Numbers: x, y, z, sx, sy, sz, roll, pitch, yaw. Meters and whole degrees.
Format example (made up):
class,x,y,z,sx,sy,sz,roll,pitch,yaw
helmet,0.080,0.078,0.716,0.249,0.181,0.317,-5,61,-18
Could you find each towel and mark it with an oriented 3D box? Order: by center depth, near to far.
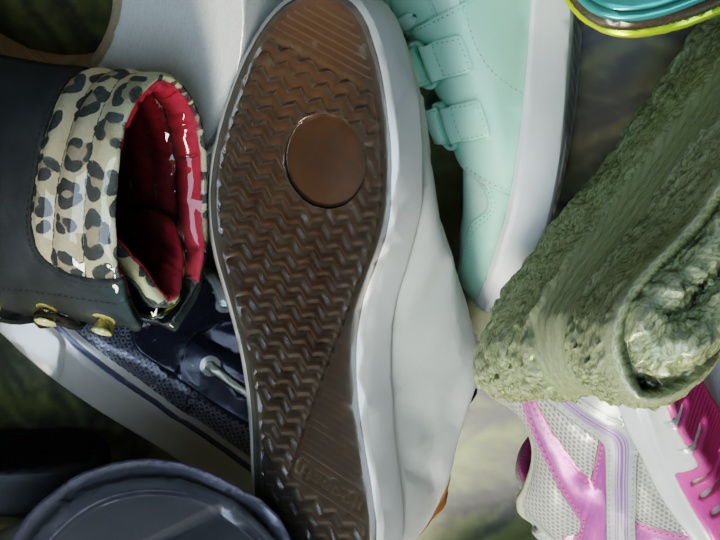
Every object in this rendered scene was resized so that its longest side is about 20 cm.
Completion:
class,x,y,z,sx,sy,sz,roll,pitch,yaw
towel,0.115,-0.040,0.781,0.036,0.148,0.200,40,77,-12

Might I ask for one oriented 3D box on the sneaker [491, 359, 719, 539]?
class,x,y,z,sx,sy,sz,roll,pitch,yaw
sneaker,0.106,0.079,0.900,0.088,0.081,0.200,-2,124,34

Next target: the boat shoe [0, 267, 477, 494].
class,x,y,z,sx,sy,sz,roll,pitch,yaw
boat shoe,-0.050,0.019,0.909,0.200,0.075,0.093,37,98,-9

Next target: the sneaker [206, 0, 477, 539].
class,x,y,z,sx,sy,sz,roll,pitch,yaw
sneaker,0.000,0.000,0.836,0.073,0.085,0.200,11,110,30

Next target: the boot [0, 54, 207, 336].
class,x,y,z,sx,sy,sz,roll,pitch,yaw
boot,-0.132,0.016,0.832,0.154,0.073,0.204,11,105,28

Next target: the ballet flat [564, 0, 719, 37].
class,x,y,z,sx,sy,sz,roll,pitch,yaw
ballet flat,0.147,-0.146,0.805,0.200,0.067,0.067,-45,79,7

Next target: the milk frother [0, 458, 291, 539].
class,x,y,z,sx,sy,sz,roll,pitch,yaw
milk frother,-0.080,0.186,0.861,0.200,0.181,0.188,31,154,-16

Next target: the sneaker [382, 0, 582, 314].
class,x,y,z,sx,sy,sz,roll,pitch,yaw
sneaker,0.015,-0.083,0.854,0.118,0.074,0.201,3,107,7

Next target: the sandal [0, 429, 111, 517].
class,x,y,z,sx,sy,sz,roll,pitch,yaw
sandal,-0.192,0.092,0.943,0.200,0.075,0.048,-2,102,8

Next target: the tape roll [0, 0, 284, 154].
class,x,y,z,sx,sy,sz,roll,pitch,yaw
tape roll,-0.119,-0.113,0.845,0.203,0.037,0.203,14,122,23
